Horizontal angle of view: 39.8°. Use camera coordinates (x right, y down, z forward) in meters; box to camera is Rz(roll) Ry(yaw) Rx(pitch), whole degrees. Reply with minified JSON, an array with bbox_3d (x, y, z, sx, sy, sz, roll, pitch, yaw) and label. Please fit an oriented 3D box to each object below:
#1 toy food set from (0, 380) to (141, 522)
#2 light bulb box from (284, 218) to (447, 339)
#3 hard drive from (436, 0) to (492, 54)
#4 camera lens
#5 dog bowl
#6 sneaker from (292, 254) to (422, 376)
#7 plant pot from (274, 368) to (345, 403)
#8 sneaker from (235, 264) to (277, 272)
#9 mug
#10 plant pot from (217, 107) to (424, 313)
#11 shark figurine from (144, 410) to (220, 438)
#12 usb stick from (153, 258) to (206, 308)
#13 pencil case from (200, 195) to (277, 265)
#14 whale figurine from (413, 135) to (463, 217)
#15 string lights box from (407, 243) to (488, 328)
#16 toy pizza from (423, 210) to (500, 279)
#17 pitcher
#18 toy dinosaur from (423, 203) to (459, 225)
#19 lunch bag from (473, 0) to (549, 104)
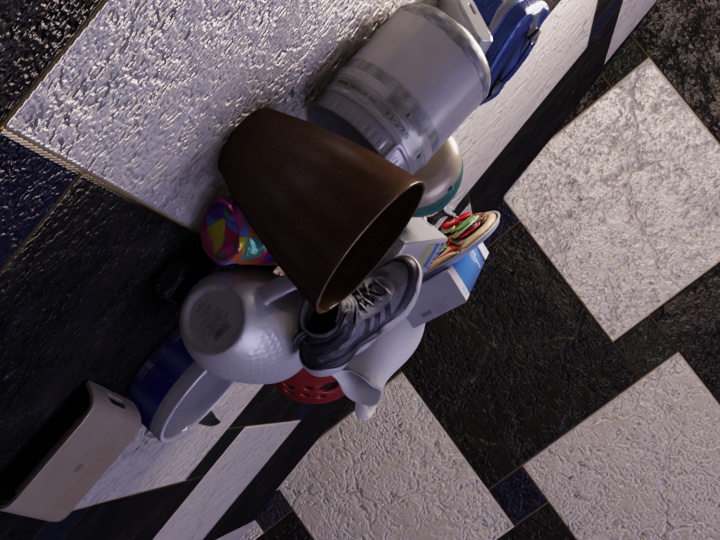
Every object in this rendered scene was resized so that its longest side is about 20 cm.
[{"bbox_3d":[-0.389,0.240,1.305,0.201,0.060,0.144,-50,158,-8],"label":"toy food set"},{"bbox_3d":[0.000,0.000,1.423,0.199,0.124,0.200,-56,165,16],"label":"light bulb box"},{"bbox_3d":[0.112,-0.285,1.396,0.026,0.133,0.201,2,139,-27],"label":"hard drive"},{"bbox_3d":[0.055,-0.222,1.257,0.200,0.160,0.160,-47,169,-12],"label":"camera lens"},{"bbox_3d":[-0.253,0.156,1.482,0.200,0.079,0.200,-47,168,-13],"label":"dog bowl"},{"bbox_3d":[-0.003,0.042,1.232,0.200,0.075,0.114,-43,155,-10],"label":"sneaker"},{"bbox_3d":[-0.086,0.111,1.723,0.201,0.200,0.183,-47,160,-15],"label":"plant pot"},{"bbox_3d":[-0.104,-0.076,1.394,0.201,0.070,0.093,-54,-174,10],"label":"sneaker"},{"bbox_3d":[-0.129,0.055,1.262,0.199,0.149,0.175,-32,164,12],"label":"mug"},{"bbox_3d":[-0.060,-0.089,1.131,0.187,0.200,0.187,-47,169,-12],"label":"plant pot"},{"bbox_3d":[-0.253,0.207,1.640,0.215,0.089,0.128,-48,170,-4],"label":"shark figurine"},{"bbox_3d":[-0.223,0.025,1.298,0.056,0.032,0.200,-56,169,-6],"label":"usb stick"},{"bbox_3d":[-0.103,-0.048,1.242,0.199,0.089,0.089,0,134,-45],"label":"pencil case"},{"bbox_3d":[0.052,-0.149,1.374,0.159,0.199,0.104,-50,148,-13],"label":"whale figurine"},{"bbox_3d":[0.134,0.008,1.586,0.102,0.059,0.200,-29,-168,26],"label":"string lights box"},{"bbox_3d":[0.131,-0.044,1.571,0.199,0.032,0.200,-32,-170,7],"label":"toy pizza"},{"bbox_3d":[0.031,0.129,1.610,0.172,0.120,0.201,85,26,-54],"label":"pitcher"},{"bbox_3d":[0.068,-0.104,1.628,0.180,0.106,0.200,-21,-172,39],"label":"toy dinosaur"},{"bbox_3d":[0.190,-0.345,1.470,0.136,0.132,0.201,-36,163,-52],"label":"lunch bag"}]
